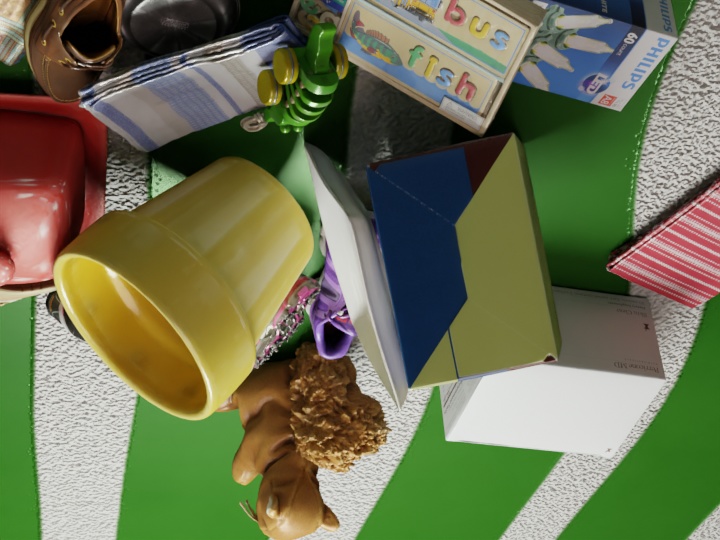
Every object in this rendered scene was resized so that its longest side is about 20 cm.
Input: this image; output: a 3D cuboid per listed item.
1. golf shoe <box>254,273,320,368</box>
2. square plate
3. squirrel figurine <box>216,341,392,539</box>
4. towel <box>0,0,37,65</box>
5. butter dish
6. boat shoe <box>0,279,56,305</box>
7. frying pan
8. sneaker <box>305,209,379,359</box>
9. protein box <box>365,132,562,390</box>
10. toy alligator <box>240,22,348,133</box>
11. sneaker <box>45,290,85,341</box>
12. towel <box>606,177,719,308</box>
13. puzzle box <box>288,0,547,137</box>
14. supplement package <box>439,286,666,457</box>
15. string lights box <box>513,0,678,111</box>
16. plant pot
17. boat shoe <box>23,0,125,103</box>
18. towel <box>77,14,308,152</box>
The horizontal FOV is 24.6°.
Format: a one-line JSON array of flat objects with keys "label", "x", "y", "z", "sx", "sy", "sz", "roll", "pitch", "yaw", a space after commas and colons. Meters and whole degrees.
[{"label": "golf shoe", "x": -0.103, "y": 0.033, "z": 1.702, "sx": 0.092, "sy": 0.073, "sz": 0.200, "roll": 43, "pitch": 149, "yaw": 8}, {"label": "square plate", "x": 0.000, "y": 0.000, "z": 1.513, "sx": 0.028, "sy": 0.198, "sz": 0.202, "roll": -18, "pitch": 116, "yaw": -6}, {"label": "squirrel figurine", "x": -0.064, "y": 0.189, "z": 1.788, "sx": 0.141, "sy": 0.188, "sz": 0.200, "roll": 26, "pitch": 132, "yaw": -32}, {"label": "towel", "x": -0.303, "y": -0.256, "z": 1.347, "sx": 0.146, "sy": 0.022, "sz": 0.200, "roll": 21, "pitch": 135, "yaw": -27}, {"label": "butter dish", "x": -0.331, "y": -0.052, "z": 1.495, "sx": 0.197, "sy": 0.149, "sz": 0.200, "roll": 2, "pitch": 142, "yaw": -9}, {"label": "boat shoe", "x": -0.367, "y": 0.001, "z": 1.627, "sx": 0.197, "sy": 0.072, "sz": 0.065, "roll": -5, "pitch": 162, "yaw": -8}, {"label": "frying pan", "x": -0.134, "y": -0.237, "z": 1.386, "sx": 0.114, "sy": 0.031, "sz": 0.189, "roll": 27, "pitch": 134, "yaw": -35}, {"label": "sneaker", "x": -0.006, "y": 0.016, "z": 1.665, "sx": 0.080, "sy": 0.084, "sz": 0.201, "roll": 3, "pitch": 140, "yaw": -10}, {"label": "protein box", "x": 0.098, "y": -0.010, "z": 1.493, "sx": 0.133, "sy": 0.201, "sz": 0.200, "roll": -11, "pitch": 180, "yaw": 8}, {"label": "toy alligator", "x": -0.057, "y": -0.145, "z": 1.420, "sx": 0.059, "sy": 0.055, "sz": 0.200, "roll": -7, "pitch": 162, "yaw": -26}, {"label": "sneaker", "x": -0.231, "y": 0.035, "z": 1.683, "sx": 0.199, "sy": 0.081, "sz": 0.086, "roll": 13, "pitch": -178, "yaw": -41}, {"label": "towel", "x": 0.368, "y": -0.035, "z": 1.692, "sx": 0.144, "sy": 0.023, "sz": 0.200, "roll": 22, "pitch": 136, "yaw": -32}, {"label": "puzzle box", "x": 0.043, "y": -0.209, "z": 1.365, "sx": 0.199, "sy": 0.025, "sz": 0.134, "roll": 30, "pitch": 137, "yaw": 5}, {"label": "supplement package", "x": 0.202, "y": 0.107, "z": 1.778, "sx": 0.198, "sy": 0.112, "sz": 0.156, "roll": 7, "pitch": 140, "yaw": -15}, {"label": "string lights box", "x": 0.160, "y": -0.212, "z": 1.418, "sx": 0.198, "sy": 0.059, "sz": 0.103, "roll": 12, "pitch": 141, "yaw": -19}, {"label": "plant pot", "x": -0.150, "y": 0.001, "z": 1.521, "sx": 0.200, "sy": 0.189, "sz": 0.202, "roll": 32, "pitch": 150, "yaw": 21}, {"label": "boat shoe", "x": -0.235, "y": -0.196, "z": 1.371, "sx": 0.071, "sy": 0.068, "sz": 0.201, "roll": -11, "pitch": 154, "yaw": -24}, {"label": "towel", "x": -0.132, "y": -0.159, "z": 1.443, "sx": 0.198, "sy": 0.024, "sz": 0.147, "roll": -18, "pitch": 162, "yaw": 11}]
